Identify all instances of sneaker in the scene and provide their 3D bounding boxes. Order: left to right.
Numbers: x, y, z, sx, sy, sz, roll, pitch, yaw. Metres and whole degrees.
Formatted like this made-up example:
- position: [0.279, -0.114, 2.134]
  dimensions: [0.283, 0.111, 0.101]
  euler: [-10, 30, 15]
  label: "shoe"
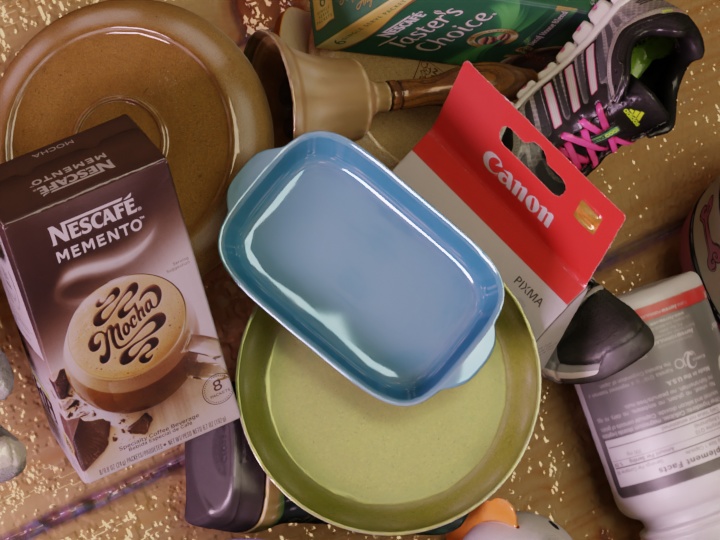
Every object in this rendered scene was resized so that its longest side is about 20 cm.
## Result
- position: [0.119, 0.005, 1.737]
  dimensions: [0.075, 0.200, 0.116]
  euler: [-33, 113, -18]
  label: "sneaker"
- position: [0.161, -0.106, 1.692]
  dimensions: [0.074, 0.087, 0.200]
  euler: [43, 80, -36]
  label: "sneaker"

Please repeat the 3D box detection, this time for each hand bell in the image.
- position: [0.028, -0.120, 1.708]
  dimensions: [0.199, 0.104, 0.104]
  euler: [-7, 83, -22]
  label: "hand bell"

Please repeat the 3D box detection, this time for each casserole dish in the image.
- position: [0.000, 0.000, 1.621]
  dimensions: [0.200, 0.039, 0.121]
  euler: [40, 84, 2]
  label: "casserole dish"

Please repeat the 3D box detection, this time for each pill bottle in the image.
- position: [0.225, 0.112, 1.826]
  dimensions: [0.114, 0.114, 0.201]
  euler: [-19, 89, -28]
  label: "pill bottle"

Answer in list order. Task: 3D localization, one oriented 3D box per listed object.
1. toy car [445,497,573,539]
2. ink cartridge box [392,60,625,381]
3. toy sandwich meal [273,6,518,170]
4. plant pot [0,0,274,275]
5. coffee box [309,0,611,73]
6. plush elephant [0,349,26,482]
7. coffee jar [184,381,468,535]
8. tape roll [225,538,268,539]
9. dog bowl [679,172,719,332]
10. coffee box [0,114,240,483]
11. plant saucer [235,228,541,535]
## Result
- position: [0.134, 0.227, 1.732]
  dimensions: [0.184, 0.177, 0.200]
  euler: [-38, 88, -38]
  label: "toy car"
- position: [0.075, -0.014, 1.683]
  dimensions: [0.050, 0.200, 0.161]
  euler: [-28, 64, -38]
  label: "ink cartridge box"
- position: [0.026, -0.126, 1.804]
  dimensions: [0.205, 0.070, 0.206]
  euler: [14, 64, -30]
  label: "toy sandwich meal"
- position: [-0.157, -0.083, 1.660]
  dimensions: [0.199, 0.027, 0.201]
  euler: [-1, 85, 8]
  label: "plant pot"
- position: [0.078, -0.182, 1.742]
  dimensions: [0.200, 0.123, 0.044]
  euler: [5, 72, -35]
  label: "coffee box"
- position: [-0.298, 0.046, 1.540]
  dimensions: [0.164, 0.155, 0.201]
  euler: [-7, 76, -6]
  label: "plush elephant"
- position: [-0.025, 0.128, 1.713]
  dimensions: [0.199, 0.085, 0.105]
  euler: [3, 77, -26]
  label: "coffee jar"
- position: [-0.075, 0.282, 1.629]
  dimensions: [0.199, 0.085, 0.201]
  euler: [12, 58, -21]
  label: "tape roll"
- position: [0.324, 0.002, 1.891]
  dimensions: [0.200, 0.074, 0.201]
  euler: [21, 51, -29]
  label: "dog bowl"
- position: [-0.160, 0.018, 1.587]
  dimensions: [0.113, 0.080, 0.200]
  euler: [-23, 123, -14]
  label: "coffee box"
- position: [0.018, 0.074, 1.648]
  dimensions: [0.199, 0.031, 0.201]
  euler: [0, 83, -2]
  label: "plant saucer"
